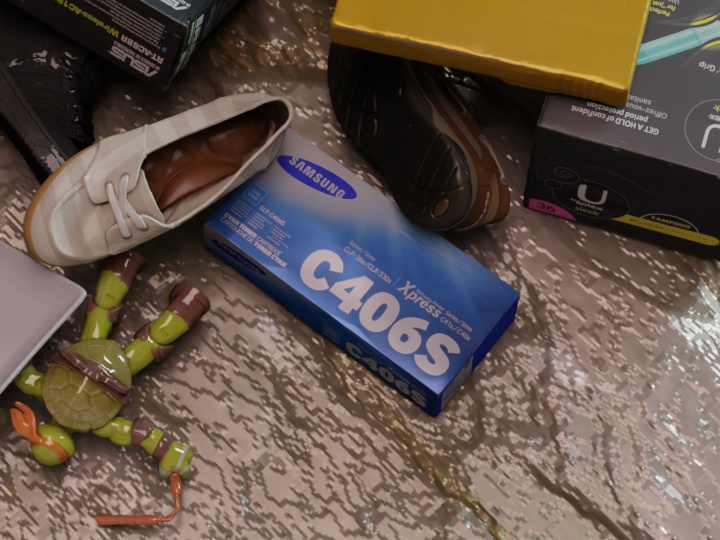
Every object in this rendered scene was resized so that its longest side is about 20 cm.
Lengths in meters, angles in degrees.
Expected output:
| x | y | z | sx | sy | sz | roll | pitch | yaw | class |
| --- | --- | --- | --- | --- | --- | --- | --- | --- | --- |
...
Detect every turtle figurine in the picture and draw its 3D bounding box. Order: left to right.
| x | y | z | sx | sy | sz | roll | pitch | yaw | class |
| --- | --- | --- | --- | --- | --- | --- | --- | --- | --- |
| -0.180 | 0.062 | 1.322 | 0.199 | 0.064 | 0.162 | 26 | 68 | 9 | turtle figurine |

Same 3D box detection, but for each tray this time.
| x | y | z | sx | sy | sz | roll | pitch | yaw | class |
| --- | --- | --- | --- | --- | --- | --- | --- | --- | --- |
| -0.277 | 0.018 | 1.332 | 0.199 | 0.022 | 0.108 | 28 | 68 | 31 | tray |

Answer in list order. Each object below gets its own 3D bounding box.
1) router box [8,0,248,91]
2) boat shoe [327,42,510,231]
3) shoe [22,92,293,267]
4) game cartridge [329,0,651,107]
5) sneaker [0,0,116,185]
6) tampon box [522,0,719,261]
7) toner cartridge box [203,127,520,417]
| x | y | z | sx | sy | sz | roll | pitch | yaw | class |
| --- | --- | --- | --- | --- | --- | --- | --- | --- | --- |
| -0.178 | -0.226 | 1.399 | 0.199 | 0.062 | 0.150 | 30 | 41 | 4 | router box |
| 0.041 | -0.101 | 1.403 | 0.074 | 0.076 | 0.201 | 10 | 43 | -41 | boat shoe |
| -0.128 | -0.064 | 1.318 | 0.199 | 0.053 | 0.070 | -31 | 104 | -23 | shoe |
| 0.097 | -0.206 | 1.340 | 0.199 | 0.032 | 0.177 | 14 | 67 | 6 | game cartridge |
| -0.204 | -0.128 | 1.394 | 0.104 | 0.060 | 0.200 | -34 | 60 | -15 | sneaker |
| 0.210 | -0.134 | 1.388 | 0.149 | 0.126 | 0.201 | 16 | 67 | 7 | tampon box |
| 0.000 | 0.000 | 1.367 | 0.200 | 0.043 | 0.095 | 35 | 68 | 13 | toner cartridge box |
